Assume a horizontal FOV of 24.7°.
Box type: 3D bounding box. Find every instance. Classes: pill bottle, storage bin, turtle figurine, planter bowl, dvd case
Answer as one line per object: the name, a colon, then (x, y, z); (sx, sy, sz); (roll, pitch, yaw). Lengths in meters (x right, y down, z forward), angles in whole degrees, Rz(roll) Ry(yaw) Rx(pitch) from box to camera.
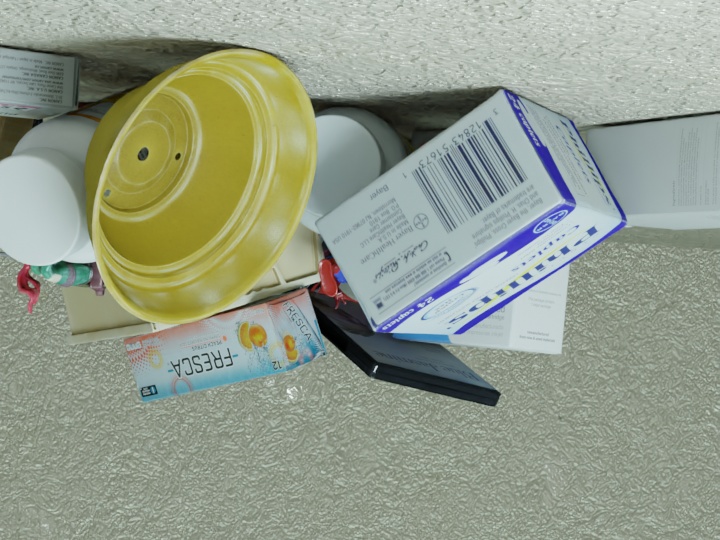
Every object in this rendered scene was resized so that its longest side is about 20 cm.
pill bottle: (-0.008, -0.081, 1.422); (0.113, 0.113, 0.200); (3, 179, 9)
pill bottle: (-0.198, -0.070, 1.251); (0.111, 0.111, 0.200); (3, -162, 21)
storage bin: (-0.165, -0.004, 1.570); (0.198, 0.094, 0.200); (-16, -177, -32)
turtle figurine: (-0.220, -0.029, 1.392); (0.200, 0.150, 0.101); (3, 141, 1)
planter bowl: (-0.130, -0.069, 1.146); (0.083, 0.201, 0.200); (27, -166, 37)
dvd case: (0.026, 0.069, 1.549); (0.143, 0.018, 0.200); (16, -168, -31)

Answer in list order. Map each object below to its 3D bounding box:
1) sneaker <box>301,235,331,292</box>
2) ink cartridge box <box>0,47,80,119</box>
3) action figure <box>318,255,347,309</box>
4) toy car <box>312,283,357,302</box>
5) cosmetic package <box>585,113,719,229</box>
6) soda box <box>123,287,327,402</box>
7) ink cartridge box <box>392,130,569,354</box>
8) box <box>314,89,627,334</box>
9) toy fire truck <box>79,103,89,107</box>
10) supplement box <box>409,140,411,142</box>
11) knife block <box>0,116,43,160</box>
sneaker: (-0.057, -0.005, 1.654); (0.075, 0.081, 0.200); (15, 132, -26)
ink cartridge box: (-0.329, -0.141, 1.210); (0.200, 0.044, 0.174); (4, 177, -28)
action figure: (0.000, 0.000, 1.553); (0.065, 0.052, 0.200); (-19, -177, 7)
toy car: (0.002, -0.035, 1.724); (0.184, 0.177, 0.200); (-6, -169, -31)
cosmetic package: (0.284, -0.078, 1.361); (0.107, 0.085, 0.200); (4, 179, -30)
soda box: (-0.129, 0.072, 1.552); (0.200, 0.069, 0.064); (-14, -176, 40)
ink cartridge box: (0.115, -0.029, 1.524); (0.144, 0.200, 0.084); (2, 176, 42)
box: (0.094, -0.039, 1.314); (0.184, 0.105, 0.200); (-34, 165, 19)
toy fire truck: (-0.198, -0.090, 1.560); (0.168, 0.112, 0.200); (3, 178, -17)
supplement box: (0.105, -0.093, 1.668); (0.200, 0.067, 0.069); (4, 179, -11)
knife block: (-0.306, -0.113, 1.394); (0.200, 0.064, 0.175); (16, -174, 41)
